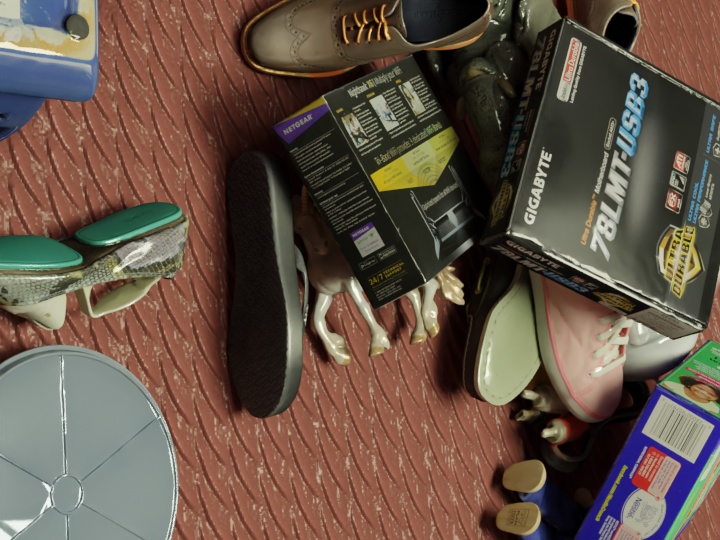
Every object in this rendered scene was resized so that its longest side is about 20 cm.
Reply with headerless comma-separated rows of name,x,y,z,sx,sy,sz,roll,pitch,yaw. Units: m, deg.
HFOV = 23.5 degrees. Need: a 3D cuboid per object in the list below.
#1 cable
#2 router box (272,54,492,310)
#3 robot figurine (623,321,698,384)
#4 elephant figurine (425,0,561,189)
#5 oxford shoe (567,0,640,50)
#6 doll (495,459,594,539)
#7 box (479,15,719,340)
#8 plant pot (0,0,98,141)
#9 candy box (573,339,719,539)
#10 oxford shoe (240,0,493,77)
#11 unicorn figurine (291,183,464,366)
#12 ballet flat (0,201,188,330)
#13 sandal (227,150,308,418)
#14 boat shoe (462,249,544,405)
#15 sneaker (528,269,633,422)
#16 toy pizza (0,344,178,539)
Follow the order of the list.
cable,0.214,0.127,1.568,0.199,0.050,0.098,-3,55,-41
router box,0.027,-0.074,1.347,0.158,0.052,0.200,61,26,-3
robot figurine,0.242,0.015,1.576,0.170,0.112,0.201,-58,131,-72
elephant figurine,0.107,-0.186,1.460,0.155,0.141,0.201,-28,103,-21
oxford shoe,0.234,-0.250,1.615,0.071,0.073,0.202,21,71,-41
doll,0.189,0.251,1.545,0.200,0.048,0.137,42,49,-41
box,0.210,-0.073,1.399,0.198,0.050,0.201,26,67,-22
plant pot,-0.269,-0.186,1.050,0.199,0.179,0.202,4,82,-45
candy box,0.278,0.164,1.526,0.170,0.077,0.200,-65,164,20
oxford shoe,0.005,-0.194,1.336,0.198,0.073,0.072,-13,94,-4
unicorn figurine,0.000,0.000,1.379,0.200,0.073,0.138,-13,85,-59
ballet flat,-0.197,0.004,1.182,0.199,0.072,0.073,-16,97,-43
sandal,-0.062,0.010,1.302,0.043,0.076,0.202,4,83,-40
boat shoe,0.127,0.028,1.499,0.072,0.060,0.202,42,58,-33
sneaker,0.207,0.033,1.463,0.075,0.104,0.202,-24,104,-46
toy pizza,-0.208,0.152,1.177,0.199,0.032,0.202,4,84,-44
